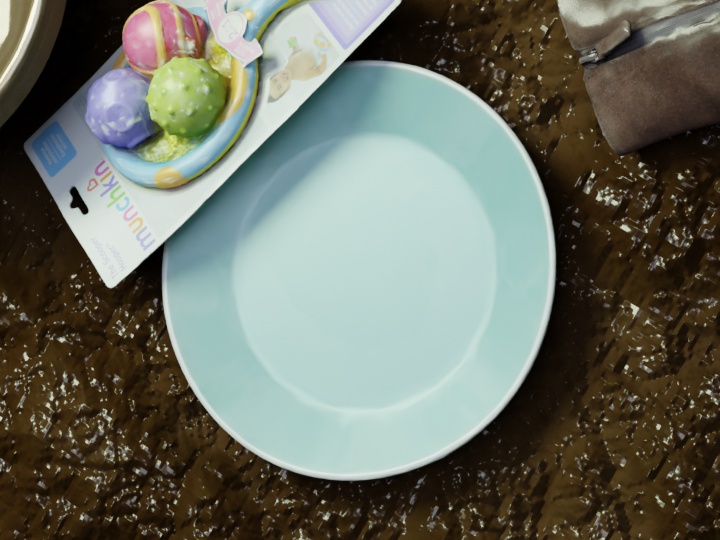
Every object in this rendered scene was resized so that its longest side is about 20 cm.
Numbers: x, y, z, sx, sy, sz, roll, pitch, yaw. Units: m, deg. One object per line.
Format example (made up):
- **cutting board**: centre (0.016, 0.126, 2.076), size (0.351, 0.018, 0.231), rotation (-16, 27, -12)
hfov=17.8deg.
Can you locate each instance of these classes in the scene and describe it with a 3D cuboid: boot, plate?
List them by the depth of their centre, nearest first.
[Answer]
- **boot**: centre (0.190, -0.086, 1.032), size (0.166, 0.072, 0.201), rotation (-27, 76, 27)
- **plate**: centre (0.000, 0.000, 1.098), size (0.199, 0.026, 0.202), rotation (-2, 83, 19)

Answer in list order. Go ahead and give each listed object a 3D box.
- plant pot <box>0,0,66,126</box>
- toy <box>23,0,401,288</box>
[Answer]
- **plant pot**: centre (-0.225, -0.141, 1.160), size (0.200, 0.093, 0.202), rotation (-2, 83, 20)
- **toy**: centre (-0.084, -0.102, 1.113), size (0.200, 0.047, 0.115), rotation (-42, 51, 7)
